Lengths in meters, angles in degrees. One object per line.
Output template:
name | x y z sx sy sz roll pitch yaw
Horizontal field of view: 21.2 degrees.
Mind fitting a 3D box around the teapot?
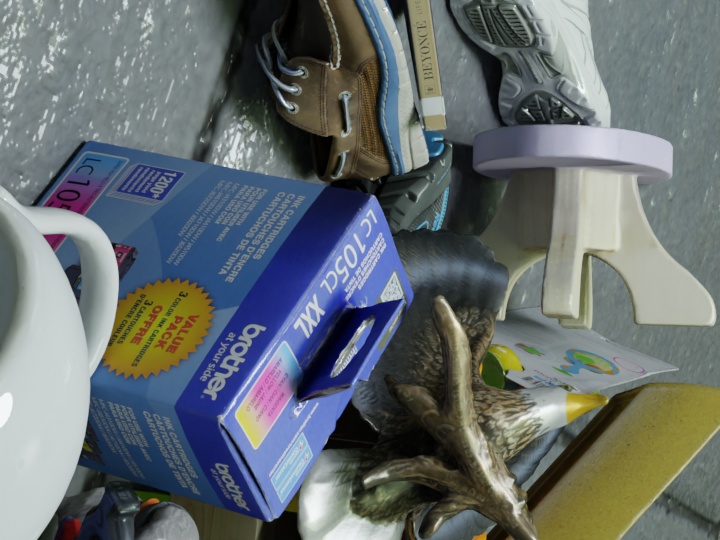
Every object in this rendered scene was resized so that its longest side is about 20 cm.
teapot | -0.183 0.064 0.710 0.146 0.199 0.198 82 -5 -45

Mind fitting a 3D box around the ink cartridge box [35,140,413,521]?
ink cartridge box | -0.070 0.025 0.859 0.137 0.199 0.077 -57 144 -31

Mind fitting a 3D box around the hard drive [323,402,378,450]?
hard drive | -0.011 0.187 1.012 0.140 0.038 0.201 88 9 -55

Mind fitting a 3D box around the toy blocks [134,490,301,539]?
toy blocks | -0.058 0.150 1.050 0.137 0.099 0.201 18 79 -72

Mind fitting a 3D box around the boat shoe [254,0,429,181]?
boat shoe | -0.015 -0.107 1.016 0.072 0.072 0.200 -23 142 -1

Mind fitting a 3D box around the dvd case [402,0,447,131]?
dvd case | 0.022 -0.197 1.036 0.149 0.016 0.201 -95 175 -57

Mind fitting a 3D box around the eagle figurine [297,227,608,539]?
eagle figurine | 0.051 0.074 0.974 0.200 0.150 0.152 -104 -146 -78

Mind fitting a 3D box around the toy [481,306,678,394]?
toy | 0.121 0.069 1.290 0.200 0.115 0.047 -1 113 -60

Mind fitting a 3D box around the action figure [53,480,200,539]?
action figure | -0.095 0.190 0.900 0.104 0.194 0.200 -10 148 -39

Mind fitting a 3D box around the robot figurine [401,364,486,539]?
robot figurine | 0.048 0.145 1.121 0.145 0.058 0.201 101 -12 -48

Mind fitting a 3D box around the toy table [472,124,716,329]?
toy table | 0.136 -0.024 1.227 0.200 0.183 0.118 11 81 -67

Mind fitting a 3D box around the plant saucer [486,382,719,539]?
plant saucer | 0.139 0.140 1.196 0.200 0.048 0.200 -48 176 -5

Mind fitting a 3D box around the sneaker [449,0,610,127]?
sneaker | 0.128 -0.156 1.251 0.100 0.078 0.200 -66 149 -25

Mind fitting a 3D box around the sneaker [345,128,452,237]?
sneaker | 0.000 0.000 1.094 0.200 0.073 0.082 -46 139 -41
